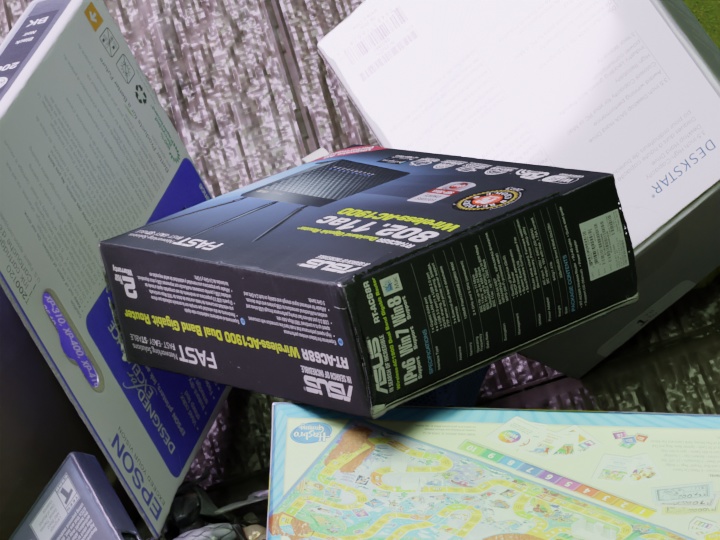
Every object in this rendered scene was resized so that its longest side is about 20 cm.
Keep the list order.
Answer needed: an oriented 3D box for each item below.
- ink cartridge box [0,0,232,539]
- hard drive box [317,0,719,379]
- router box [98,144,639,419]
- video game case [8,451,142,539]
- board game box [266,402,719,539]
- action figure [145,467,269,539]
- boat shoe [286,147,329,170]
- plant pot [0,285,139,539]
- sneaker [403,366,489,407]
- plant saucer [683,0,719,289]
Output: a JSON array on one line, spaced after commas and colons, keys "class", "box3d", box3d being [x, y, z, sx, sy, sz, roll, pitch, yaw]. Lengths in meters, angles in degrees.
[{"class": "ink cartridge box", "box3d": [-0.125, -0.004, 1.404, 0.043, 0.198, 0.200, -17, 26, 25]}, {"class": "hard drive box", "box3d": [0.097, -0.076, 1.458, 0.156, 0.077, 0.200, -39, 63, 15]}, {"class": "router box", "box3d": [0.000, 0.000, 1.316, 0.150, 0.062, 0.200, -23, 18, -32]}, {"class": "video game case", "box3d": [-0.123, 0.201, 1.347, 0.143, 0.019, 0.200, -54, 48, 22]}, {"class": "board game box", "box3d": [0.060, 0.126, 1.248, 0.199, 0.034, 0.135, 2, 77, 7]}, {"class": "action figure", "box3d": [-0.069, 0.169, 1.378, 0.130, 0.069, 0.200, -30, 47, 20]}, {"class": "boat shoe", "box3d": [-0.006, 0.023, 1.470, 0.060, 0.072, 0.202, -25, 47, -4]}, {"class": "plant pot", "box3d": [-0.212, 0.049, 1.437, 0.199, 0.174, 0.201, -7, 55, 10]}, {"class": "sneaker", "box3d": [0.030, 0.108, 1.325, 0.089, 0.079, 0.200, 6, 61, 25]}, {"class": "plant saucer", "box3d": [0.153, -0.113, 1.541, 0.200, 0.048, 0.200, 32, 68, 29]}]
